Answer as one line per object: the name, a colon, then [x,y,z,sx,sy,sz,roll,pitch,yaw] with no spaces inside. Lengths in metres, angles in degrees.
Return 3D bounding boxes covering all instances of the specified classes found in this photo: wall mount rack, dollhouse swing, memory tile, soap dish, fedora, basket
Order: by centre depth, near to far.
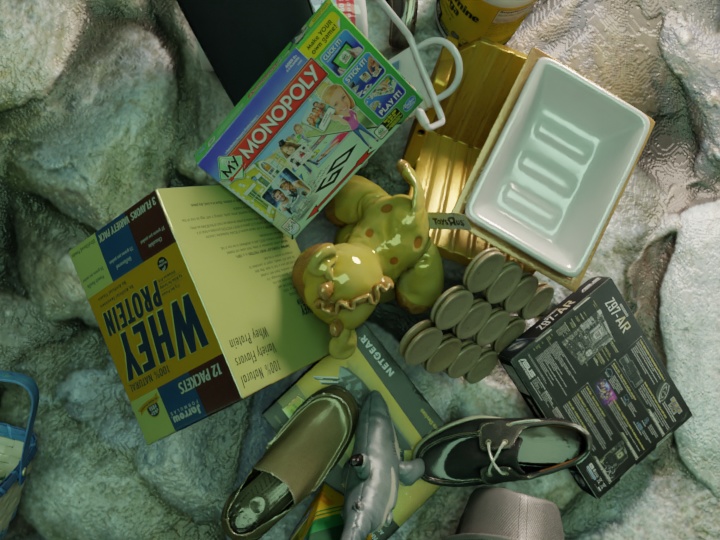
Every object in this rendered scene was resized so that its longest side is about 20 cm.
basket: [-0.425,0.184,0.770,0.171,0.140,0.205,14,112,-4]
soap dish: [0.199,-0.104,0.801,0.155,0.081,0.204,28,86,-4]
wall mount rack: [0.006,-0.214,0.825,0.197,0.074,0.178,-21,95,35]
fedora: [0.161,0.299,0.829,0.172,0.202,0.092,8,55,11]
memory tile: [0.132,0.056,0.830,0.154,0.198,0.017,-52,55,11]
dollhouse swing: [0.154,-0.126,0.855,0.195,0.184,0.178,20,38,-3]

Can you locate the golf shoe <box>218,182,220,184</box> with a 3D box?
golf shoe: [-0.086,-0.136,0.827,0.091,0.198,0.077,-33,99,-45]

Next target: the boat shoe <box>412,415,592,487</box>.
boat shoe: [0.153,0.196,0.824,0.194,0.068,0.074,-7,84,0]

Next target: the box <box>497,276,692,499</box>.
box: [0.279,0.136,0.895,0.159,0.043,0.202,-36,98,-9]

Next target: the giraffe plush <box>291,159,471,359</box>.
giraffe plush: [0.000,0.000,0.788,0.161,0.199,0.175,-39,101,-30]

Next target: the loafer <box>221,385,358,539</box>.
loafer: [-0.072,0.211,0.801,0.076,0.067,0.202,38,85,0]

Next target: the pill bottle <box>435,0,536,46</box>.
pill bottle: [0.157,-0.341,0.875,0.109,0.200,0.116,1,82,-6]

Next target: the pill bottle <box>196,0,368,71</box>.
pill bottle: [-0.093,-0.286,0.887,0.194,0.109,0.112,-8,84,-7]

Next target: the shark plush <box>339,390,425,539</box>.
shark plush: [-0.005,0.211,0.752,0.089,0.200,0.085,3,118,25]

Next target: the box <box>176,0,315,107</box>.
box: [-0.135,-0.308,0.724,0.115,0.198,0.203,-27,62,-2]

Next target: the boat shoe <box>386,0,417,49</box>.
boat shoe: [0.036,-0.369,0.937,0.071,0.075,0.206,0,75,4]

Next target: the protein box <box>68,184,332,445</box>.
protein box: [-0.152,0.034,0.780,0.133,0.197,0.204,-26,86,27]

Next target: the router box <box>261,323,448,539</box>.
router box: [0.006,0.188,0.871,0.157,0.052,0.201,-41,89,-8]

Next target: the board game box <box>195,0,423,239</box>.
board game box: [-0.051,-0.143,0.750,0.134,0.029,0.200,36,106,-32]

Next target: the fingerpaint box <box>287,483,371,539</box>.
fingerpaint box: [-0.071,0.345,0.762,0.072,0.167,0.203,32,99,0]
